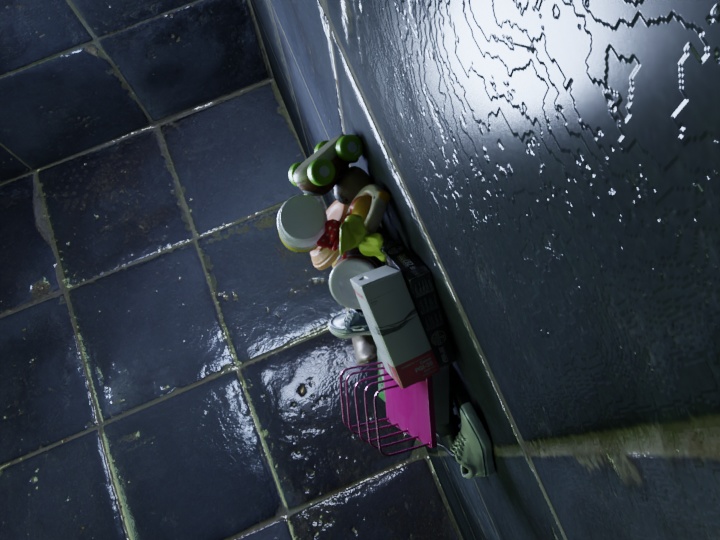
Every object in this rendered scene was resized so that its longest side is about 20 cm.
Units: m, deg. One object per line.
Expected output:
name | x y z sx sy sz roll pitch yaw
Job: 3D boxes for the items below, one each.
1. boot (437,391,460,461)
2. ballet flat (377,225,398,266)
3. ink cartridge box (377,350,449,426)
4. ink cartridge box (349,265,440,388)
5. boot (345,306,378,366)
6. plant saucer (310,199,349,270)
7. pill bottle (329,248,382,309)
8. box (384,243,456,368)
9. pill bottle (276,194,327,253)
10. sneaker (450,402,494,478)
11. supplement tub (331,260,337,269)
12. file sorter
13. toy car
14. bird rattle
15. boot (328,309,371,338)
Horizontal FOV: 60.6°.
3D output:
boot | 0.187 0.344 1.463 0.170 0.076 0.200 65 170 -10
ballet flat | 0.026 -0.060 1.302 0.200 0.056 0.067 40 144 43
ink cartridge box | 0.112 0.238 1.341 0.200 0.082 0.149 -153 59 -65
ink cartridge box | 0.061 0.099 1.151 0.146 0.082 0.202 -151 39 -80
boot | 0.001 0.153 1.512 0.200 0.069 0.148 113 138 -82
plant saucer | -0.069 -0.098 1.508 0.037 0.201 0.200 28 -168 -21
pill bottle | 0.000 0.000 1.387 0.200 0.113 0.115 -68 -41 -70
box | 0.114 0.065 1.184 0.161 0.049 0.202 -128 16 -64
pill bottle | -0.130 -0.104 1.381 0.200 0.113 0.115 144 104 -82
sneaker | 0.208 0.335 1.174 0.073 0.070 0.202 -118 7 -56
supplement tub | -0.004 -0.024 1.639 0.145 0.143 0.202 -123 11 -70
file sorter | 0.047 0.270 1.234 0.200 0.124 0.141 -175 79 -67
toy car | -0.037 -0.179 1.353 0.201 0.158 0.164 53 165 -20
bird rattle | 0.002 -0.094 1.236 0.112 0.164 0.200 28 -179 -17
boot | -0.008 0.104 1.415 0.091 0.198 0.073 51 -133 -37
